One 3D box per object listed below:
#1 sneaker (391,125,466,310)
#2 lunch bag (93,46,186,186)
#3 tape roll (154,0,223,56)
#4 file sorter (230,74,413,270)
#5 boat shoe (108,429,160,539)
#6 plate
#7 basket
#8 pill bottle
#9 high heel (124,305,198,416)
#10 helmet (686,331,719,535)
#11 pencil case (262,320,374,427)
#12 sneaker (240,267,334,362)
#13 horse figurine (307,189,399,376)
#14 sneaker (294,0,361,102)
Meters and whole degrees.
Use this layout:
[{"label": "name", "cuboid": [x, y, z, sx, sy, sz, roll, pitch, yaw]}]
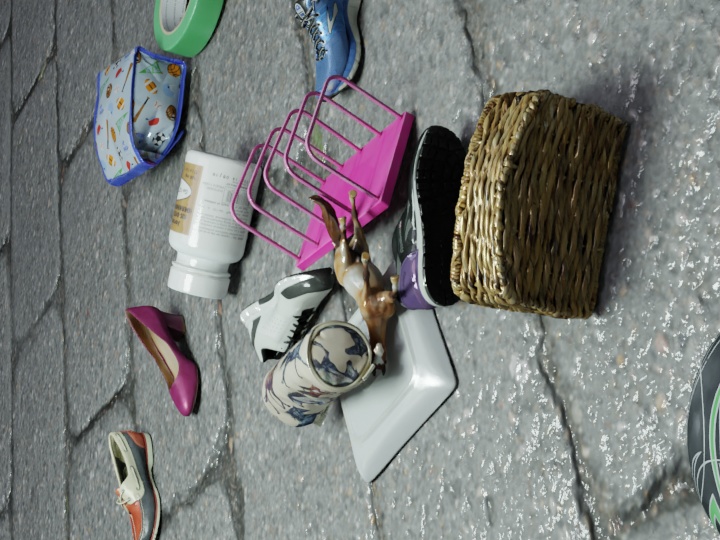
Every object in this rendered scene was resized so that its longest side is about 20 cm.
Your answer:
[{"label": "sneaker", "cuboid": [0.064, -0.058, 1.364, 0.087, 0.075, 0.203, -11, 71, 54]}, {"label": "lunch bag", "cuboid": [-0.381, -0.255, 2.129, 0.169, 0.122, 0.203, -17, 65, 55]}, {"label": "tape roll", "cuboid": [-0.290, -0.467, 2.103, 0.200, 0.048, 0.204, -27, 58, 54]}, {"label": "file sorter", "cuboid": [-0.052, -0.121, 1.498, 0.199, 0.124, 0.140, -35, 31, 50]}, {"label": "boat shoe", "cuboid": [-0.361, 0.346, 1.969, 0.071, 0.062, 0.202, -46, 45, 40]}, {"label": "plate", "cuboid": [0.023, 0.107, 1.429, 0.200, 0.032, 0.202, -53, 39, 38]}, {"label": "basket", "cuboid": [0.141, -0.064, 1.175, 0.148, 0.141, 0.203, 10, 89, 58]}, {"label": "pill bottle", "cuboid": [-0.218, -0.066, 1.806, 0.114, 0.113, 0.203, 19, 97, 59]}, {"label": "high heel", "cuboid": [-0.310, 0.140, 1.913, 0.068, 0.095, 0.201, -57, 37, 32]}, {"label": "helmet", "cuboid": [0.305, 0.108, 0.799, 0.199, 0.188, 0.203, -24, 62, 54]}, {"label": "pencil case", "cuboid": [-0.049, 0.121, 1.421, 0.079, 0.089, 0.200, -67, 9, -26]}, {"label": "sneaker", "cuboid": [-0.085, 0.057, 1.605, 0.200, 0.073, 0.081, -39, 65, 53]}, {"label": "horse figurine", "cuboid": [0.000, 0.000, 1.394, 0.134, 0.049, 0.201, 91, 156, -50]}, {"label": "sneaker", "cuboid": [-0.050, -0.318, 1.628, 0.078, 0.088, 0.203, -23, 62, 55]}]
